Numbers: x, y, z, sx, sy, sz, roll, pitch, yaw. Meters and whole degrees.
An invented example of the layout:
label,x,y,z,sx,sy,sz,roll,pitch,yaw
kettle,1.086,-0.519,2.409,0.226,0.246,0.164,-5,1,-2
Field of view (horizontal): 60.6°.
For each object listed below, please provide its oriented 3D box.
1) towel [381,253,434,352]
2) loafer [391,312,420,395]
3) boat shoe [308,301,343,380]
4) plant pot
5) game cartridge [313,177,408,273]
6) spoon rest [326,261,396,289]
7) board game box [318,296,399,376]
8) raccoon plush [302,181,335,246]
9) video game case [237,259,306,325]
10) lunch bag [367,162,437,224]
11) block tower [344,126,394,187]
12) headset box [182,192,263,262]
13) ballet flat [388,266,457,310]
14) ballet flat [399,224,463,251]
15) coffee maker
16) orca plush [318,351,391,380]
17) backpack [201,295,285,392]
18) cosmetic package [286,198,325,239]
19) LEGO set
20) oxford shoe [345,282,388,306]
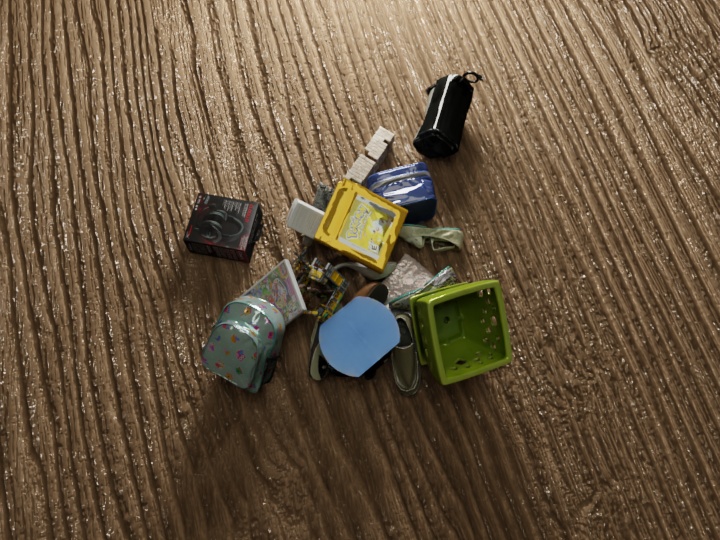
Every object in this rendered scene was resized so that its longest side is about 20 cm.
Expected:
label,x,y,z,sx,sy,sz,roll,pitch,yaw
towel,0.138,0.081,1.617,0.199,0.032,0.191,39,71,15
loafer,0.104,0.205,1.522,0.073,0.070,0.206,-11,77,14
boat shoe,-0.097,0.177,1.559,0.061,0.071,0.205,-5,63,44
plant pot,0.227,0.134,1.478,0.194,0.181,0.205,-14,97,-15
game cartridge,0.002,-0.115,1.562,0.196,0.032,0.180,25,79,-7
spoon rest,0.000,0.000,1.622,0.194,0.099,0.062,-14,97,1
board game box,-0.005,0.162,1.488,0.198,0.039,0.158,-37,68,-19
raccoon plush,-0.074,-0.152,1.712,0.130,0.097,0.206,17,97,-7
video game case,-0.229,0.087,1.557,0.198,0.018,0.146,-37,64,27
lunch bag,0.103,-0.206,1.685,0.194,0.137,0.136,-13,68,-6
block tower,0.028,-0.317,1.780,0.057,0.054,0.202,30,70,14
headset box,-0.363,-0.115,1.679,0.194,0.078,0.153,10,66,6
ballet flat,0.166,0.064,1.573,0.197,0.072,0.073,-30,69,-11
ballet flat,0.184,-0.087,1.674,0.193,0.068,0.064,4,75,2
coffee maker,0.244,-0.446,1.763,0.131,0.192,0.205,20,68,-8
orca plush,-0.006,0.213,1.512,0.194,0.071,0.109,3,78,-18
backpack,-0.276,0.169,1.476,0.172,0.153,0.205,25,95,12
cosmetic package,-0.094,-0.111,1.619,0.196,0.102,0.076,24,98,-15
LEGO set,-0.132,0.035,1.547,0.198,0.116,0.155,31,81,44
oxford shoe,-0.015,0.108,1.563,0.199,0.072,0.071,-43,31,-19
